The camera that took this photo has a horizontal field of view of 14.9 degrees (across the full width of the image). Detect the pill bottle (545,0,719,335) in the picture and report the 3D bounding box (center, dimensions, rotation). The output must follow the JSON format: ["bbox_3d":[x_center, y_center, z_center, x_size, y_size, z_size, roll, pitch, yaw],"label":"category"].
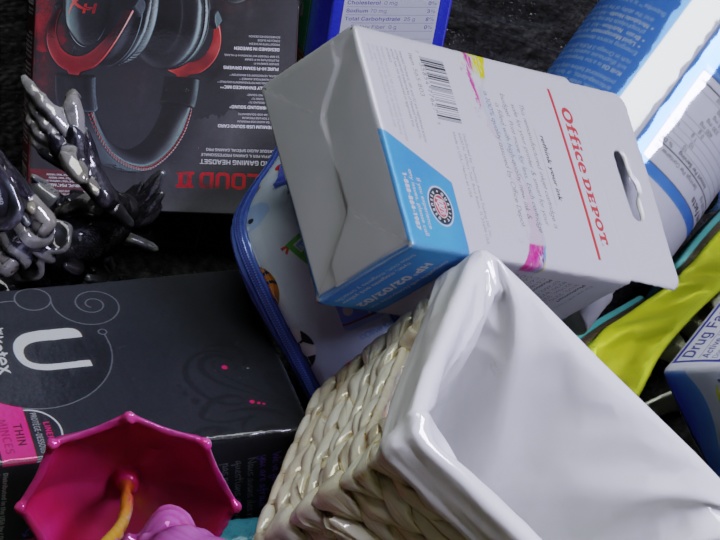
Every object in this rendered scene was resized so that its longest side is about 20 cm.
[{"bbox_3d":[0.140,-0.070,1.448,0.112,0.112,0.200,31,75,25],"label":"pill bottle"}]

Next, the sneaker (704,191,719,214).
[{"bbox_3d":[0.122,-0.054,1.560,0.199,0.070,0.078,9,38,44],"label":"sneaker"}]

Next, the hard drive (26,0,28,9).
[{"bbox_3d":[-0.134,-0.160,1.652,0.134,0.042,0.200,-19,42,-1],"label":"hard drive"}]

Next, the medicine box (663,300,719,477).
[{"bbox_3d":[0.282,0.032,1.325,0.199,0.103,0.182,-1,36,45],"label":"medicine box"}]

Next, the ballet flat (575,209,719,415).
[{"bbox_3d":[0.171,0.032,1.504,0.067,0.067,0.200,45,49,9],"label":"ballet flat"}]

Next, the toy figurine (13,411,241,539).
[{"bbox_3d":[-0.108,0.140,1.163,0.199,0.151,0.184,18,43,29],"label":"toy figurine"}]

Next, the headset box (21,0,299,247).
[{"bbox_3d":[-0.111,-0.114,1.524,0.148,0.201,0.075,3,8,-9],"label":"headset box"}]

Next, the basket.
[{"bbox_3d":[0.065,0.117,1.243,0.200,0.123,0.136,44,37,-16],"label":"basket"}]

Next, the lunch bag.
[{"bbox_3d":[0.000,0.000,1.397,0.075,0.161,0.200,-26,14,15],"label":"lunch bag"}]

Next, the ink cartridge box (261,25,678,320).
[{"bbox_3d":[0.056,-0.037,1.320,0.199,0.068,0.116,9,58,-45],"label":"ink cartridge box"}]

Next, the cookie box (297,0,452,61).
[{"bbox_3d":[-0.009,-0.166,1.592,0.075,0.201,0.172,-3,39,-16],"label":"cookie box"}]

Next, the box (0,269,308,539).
[{"bbox_3d":[-0.139,0.083,1.319,0.199,0.106,0.123,-6,42,-21],"label":"box"}]

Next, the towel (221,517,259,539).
[{"bbox_3d":[-0.093,0.183,1.241,0.199,0.022,0.147,-4,58,-17],"label":"towel"}]

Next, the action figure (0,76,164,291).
[{"bbox_3d":[-0.175,-0.037,1.397,0.102,0.119,0.200,57,14,16],"label":"action figure"}]
